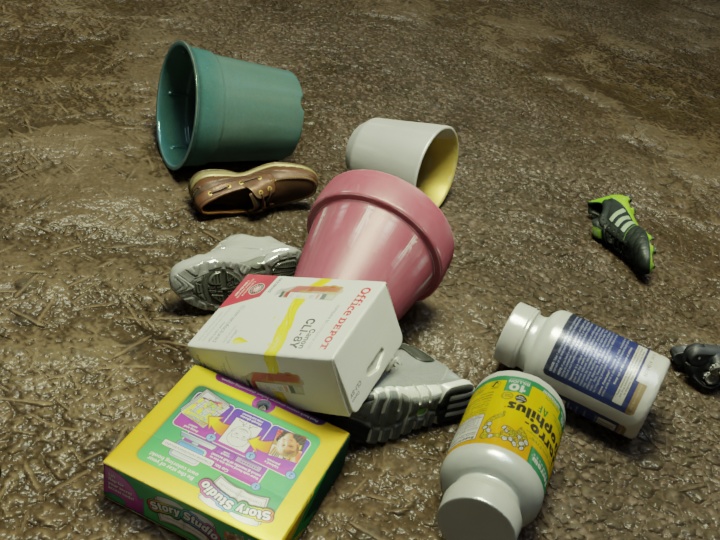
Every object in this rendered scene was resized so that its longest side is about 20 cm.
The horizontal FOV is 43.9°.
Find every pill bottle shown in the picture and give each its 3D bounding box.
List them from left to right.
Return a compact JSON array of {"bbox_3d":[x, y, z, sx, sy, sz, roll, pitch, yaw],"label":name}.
[{"bbox_3d":[0.151,0.208,0.969,0.112,0.113,0.200,21,36,12],"label":"pill bottle"},{"bbox_3d":[0.276,0.119,1.129,0.199,0.111,0.111,26,38,18],"label":"pill bottle"}]

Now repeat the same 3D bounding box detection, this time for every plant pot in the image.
[{"bbox_3d":[-0.209,-0.260,1.452,0.195,0.201,0.200,-1,37,-31],"label":"plant pot"},{"bbox_3d":[0.000,0.000,1.160,0.199,0.201,0.179,21,51,13],"label":"plant pot"}]

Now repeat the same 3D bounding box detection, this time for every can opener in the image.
[{"bbox_3d":[0.531,0.132,1.229,0.199,0.064,0.079,9,35,-4],"label":"can opener"}]

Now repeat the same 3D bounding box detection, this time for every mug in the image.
[{"bbox_3d":[0.064,-0.171,1.475,0.152,0.187,0.150,20,68,26],"label":"mug"}]

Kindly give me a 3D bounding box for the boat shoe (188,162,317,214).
[{"bbox_3d":[-0.159,-0.116,1.364,0.199,0.072,0.068,-6,44,-15],"label":"boat shoe"}]

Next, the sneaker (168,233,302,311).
[{"bbox_3d":[-0.179,-0.005,1.210,0.199,0.078,0.099,-9,33,-41],"label":"sneaker"}]

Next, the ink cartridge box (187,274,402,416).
[{"bbox_3d":[-0.072,0.080,1.029,0.199,0.084,0.145,3,36,30],"label":"ink cartridge box"}]

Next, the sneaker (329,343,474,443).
[{"bbox_3d":[0.030,0.140,1.074,0.199,0.075,0.116,-1,31,-34],"label":"sneaker"}]

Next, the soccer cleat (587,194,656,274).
[{"bbox_3d":[0.427,-0.057,1.467,0.080,0.068,0.201,-8,36,2],"label":"soccer cleat"}]

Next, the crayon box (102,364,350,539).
[{"bbox_3d":[-0.136,0.203,0.938,0.199,0.059,0.173,22,38,14],"label":"crayon box"}]
